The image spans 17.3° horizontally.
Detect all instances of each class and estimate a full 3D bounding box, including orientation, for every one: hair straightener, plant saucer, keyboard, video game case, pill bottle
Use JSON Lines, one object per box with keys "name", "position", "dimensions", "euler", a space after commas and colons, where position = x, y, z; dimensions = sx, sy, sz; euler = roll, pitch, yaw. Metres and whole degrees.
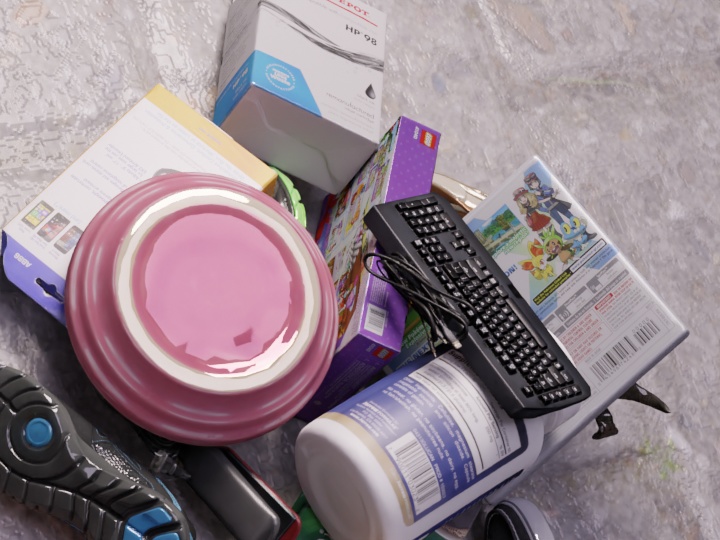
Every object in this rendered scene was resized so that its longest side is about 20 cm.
{"name": "hair straightener", "position": [-0.124, 0.119, 1.658], "dimensions": [0.200, 0.041, 0.077], "euler": [50, 14, 18]}
{"name": "plant saucer", "position": [-0.106, 0.020, 1.656], "dimensions": [0.199, 0.051, 0.202], "euler": [8, 67, -19]}
{"name": "keyboard", "position": [0.080, 0.019, 1.669], "dimensions": [0.104, 0.040, 0.200], "euler": [-18, 59, -37]}
{"name": "video game case", "position": [0.117, 0.045, 1.792], "dimensions": [0.183, 0.200, 0.022], "euler": [50, 7, 16]}
{"name": "pill bottle", "position": [0.060, 0.115, 1.690], "dimensions": [0.199, 0.111, 0.111], "euler": [-29, 82, -29]}

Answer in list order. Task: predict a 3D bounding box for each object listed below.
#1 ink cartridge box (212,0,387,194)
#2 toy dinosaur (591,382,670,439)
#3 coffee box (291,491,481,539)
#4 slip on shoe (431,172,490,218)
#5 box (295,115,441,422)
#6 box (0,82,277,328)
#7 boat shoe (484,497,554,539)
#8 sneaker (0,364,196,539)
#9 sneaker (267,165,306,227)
{"name": "ink cartridge box", "position": [-0.045, -0.168, 1.857], "dimensions": [0.115, 0.067, 0.201], "euler": [24, 41, -19]}
{"name": "toy dinosaur", "position": [0.149, 0.079, 1.829], "dimensions": [0.077, 0.199, 0.103], "euler": [-27, 118, -28]}
{"name": "coffee box", "position": [-0.002, 0.212, 1.717], "dimensions": [0.123, 0.044, 0.200], "euler": [41, 51, -7]}
{"name": "slip on shoe", "position": [0.100, -0.028, 1.863], "dimensions": [0.199, 0.077, 0.060], "euler": [18, 16, 24]}
{"name": "box", "position": [0.000, 0.000, 1.775], "dimensions": [0.039, 0.137, 0.201], "euler": [23, 55, -17]}
{"name": "box", "position": [-0.168, -0.034, 1.718], "dimensions": [0.119, 0.042, 0.200], "euler": [37, 63, 12]}
{"name": "boat shoe", "position": [0.109, 0.265, 1.749], "dimensions": [0.066, 0.070, 0.202], "euler": [6, 70, -31]}
{"name": "sneaker", "position": [-0.196, 0.142, 1.629], "dimensions": [0.200, 0.082, 0.073], "euler": [41, 93, 11]}
{"name": "sneaker", "position": [-0.092, -0.001, 1.759], "dimensions": [0.083, 0.077, 0.201], "euler": [20, 52, -18]}
